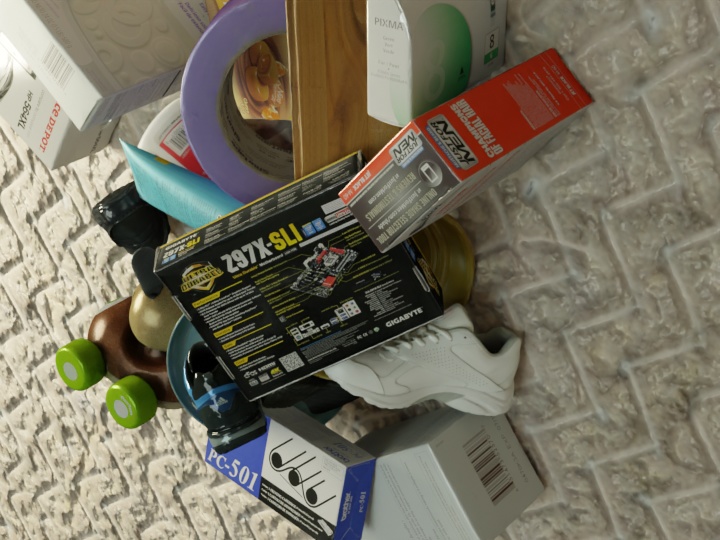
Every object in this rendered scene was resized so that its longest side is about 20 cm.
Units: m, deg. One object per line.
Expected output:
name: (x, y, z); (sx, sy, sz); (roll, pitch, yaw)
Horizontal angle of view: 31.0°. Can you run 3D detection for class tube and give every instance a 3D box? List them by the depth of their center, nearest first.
tube: (-0.151, -0.063, 1.217); (0.200, 0.050, 0.077); (26, 140, 32)

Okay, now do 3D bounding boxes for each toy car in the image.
toy car: (-0.223, 0.040, 1.414); (0.158, 0.164, 0.200); (32, 129, 24)

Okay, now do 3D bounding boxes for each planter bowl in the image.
planter bowl: (0.000, 0.000, 1.219); (0.083, 0.200, 0.201); (-123, 32, -49)

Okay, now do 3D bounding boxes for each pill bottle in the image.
pill bottle: (-0.120, -0.078, 1.294); (0.200, 0.112, 0.112); (39, 133, 17)

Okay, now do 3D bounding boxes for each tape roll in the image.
tape roll: (-0.054, -0.154, 1.144); (0.200, 0.085, 0.200); (1, 112, 2)

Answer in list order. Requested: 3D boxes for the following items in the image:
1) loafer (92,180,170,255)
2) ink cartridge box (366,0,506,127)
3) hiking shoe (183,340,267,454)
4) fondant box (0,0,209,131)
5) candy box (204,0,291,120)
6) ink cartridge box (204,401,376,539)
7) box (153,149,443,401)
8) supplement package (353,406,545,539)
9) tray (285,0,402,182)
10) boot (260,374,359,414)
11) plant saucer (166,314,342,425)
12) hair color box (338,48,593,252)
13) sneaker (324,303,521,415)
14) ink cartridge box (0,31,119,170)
loafer: (-0.236, -0.052, 1.382); (0.070, 0.068, 0.201); (58, 177, 1)
ink cartridge box: (0.063, -0.232, 1.012); (0.050, 0.161, 0.200); (19, 125, 27)
hiking shoe: (-0.135, 0.099, 1.254); (0.200, 0.074, 0.087); (-140, 29, -69)
fondant box: (-0.226, -0.231, 1.234); (0.144, 0.200, 0.058); (51, 134, 6)
candy box: (-0.085, -0.242, 1.210); (0.115, 0.055, 0.200); (7, 118, 36)
ink cartridge box: (-0.075, 0.190, 1.302); (0.200, 0.044, 0.094); (26, 115, 40)
box: (-0.050, 0.009, 1.111); (0.200, 0.049, 0.160); (-25, 118, 13)
supplement package: (0.060, 0.216, 1.300); (0.200, 0.117, 0.117); (-25, 95, 45)
tray: (-0.009, -0.148, 1.080); (0.099, 0.037, 0.200); (-1, 112, 3)
boot: (-0.057, 0.069, 1.293); (0.068, 0.200, 0.131); (-28, 71, 19)
plant saucer: (-0.104, 0.094, 1.370); (0.200, 0.027, 0.200); (-1, 118, -2)
hair color box: (0.087, -0.099, 1.039); (0.064, 0.200, 0.111); (52, 135, 4)
sneaker: (0.059, 0.073, 1.199); (0.078, 0.200, 0.099); (-131, 52, -57)
ink cartridge box: (-0.354, -0.233, 1.427); (0.200, 0.084, 0.146); (46, 135, 12)
